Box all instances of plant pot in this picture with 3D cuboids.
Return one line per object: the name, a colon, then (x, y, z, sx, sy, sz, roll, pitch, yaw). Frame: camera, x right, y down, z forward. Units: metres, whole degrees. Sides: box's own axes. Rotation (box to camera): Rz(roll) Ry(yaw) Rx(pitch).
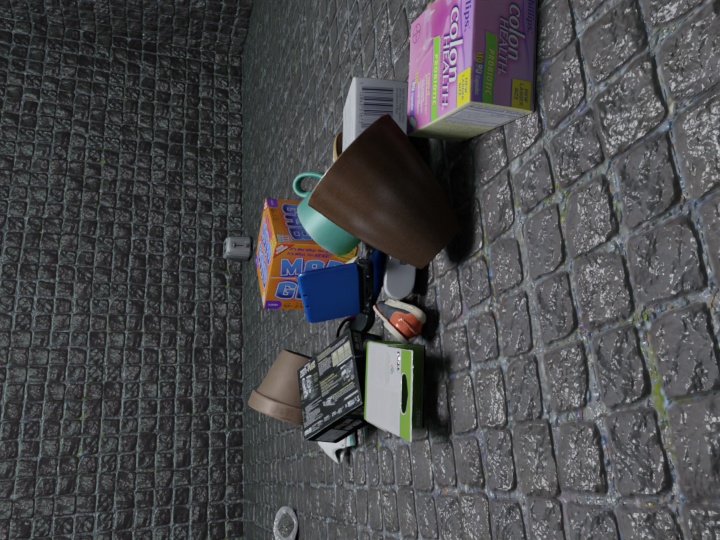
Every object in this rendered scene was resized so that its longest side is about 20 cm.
plant pot: (-0.193, 0.318, 1.642, 0.200, 0.200, 0.175, 1, 72, 71)
plant pot: (0.054, -0.104, 0.915, 0.187, 0.200, 0.187, -48, -1, -1)

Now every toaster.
toaster: (-0.626, -0.110, 3.002, 0.200, 0.129, 0.114, 155, 117, -69)

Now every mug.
mug: (-0.054, -0.133, 1.265, 0.114, 0.185, 0.152, -41, 31, 24)

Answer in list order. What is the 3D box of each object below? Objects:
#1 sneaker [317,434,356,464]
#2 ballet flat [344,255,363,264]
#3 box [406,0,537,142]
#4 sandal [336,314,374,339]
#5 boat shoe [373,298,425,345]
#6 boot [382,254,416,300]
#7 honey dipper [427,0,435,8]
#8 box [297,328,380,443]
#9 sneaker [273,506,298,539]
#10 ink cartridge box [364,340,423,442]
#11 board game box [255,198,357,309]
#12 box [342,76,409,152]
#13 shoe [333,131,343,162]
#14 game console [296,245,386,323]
sneaker: (-0.037, 0.357, 1.350, 0.089, 0.075, 0.200, 47, 134, 40)
ballet flat: (0.000, 0.000, 1.295, 0.200, 0.067, 0.067, -5, 62, 68)
box: (0.149, -0.291, 0.830, 0.200, 0.096, 0.177, -178, 91, -70)
sandal: (-0.023, 0.133, 1.345, 0.201, 0.048, 0.076, 117, 150, -48)
boat shoe: (0.071, 0.079, 1.060, 0.063, 0.071, 0.200, -48, 8, 1)
boot: (0.075, -0.050, 1.056, 0.096, 0.073, 0.201, -142, 66, -82)
honey dipper: (0.115, -0.364, 1.030, 0.038, 0.038, 0.201, -151, 65, -69)
box: (-0.037, 0.243, 1.222, 0.200, 0.086, 0.164, -42, 46, 36)
sneaker: (-0.234, 0.841, 1.827, 0.099, 0.078, 0.201, 116, 151, -56)
ink cartridge box: (0.076, 0.201, 1.012, 0.200, 0.076, 0.148, 173, 100, -69)
board game box: (-0.145, -0.040, 1.490, 0.200, 0.199, 0.200, -112, 30, -49)
box: (0.024, -0.238, 1.117, 0.200, 0.105, 0.185, 157, 114, -82)
shoe: (-0.035, -0.234, 1.395, 0.053, 0.070, 0.201, -37, 55, 56)
game console: (-0.024, 0.002, 1.091, 0.200, 0.118, 0.171, 89, -160, -61)
